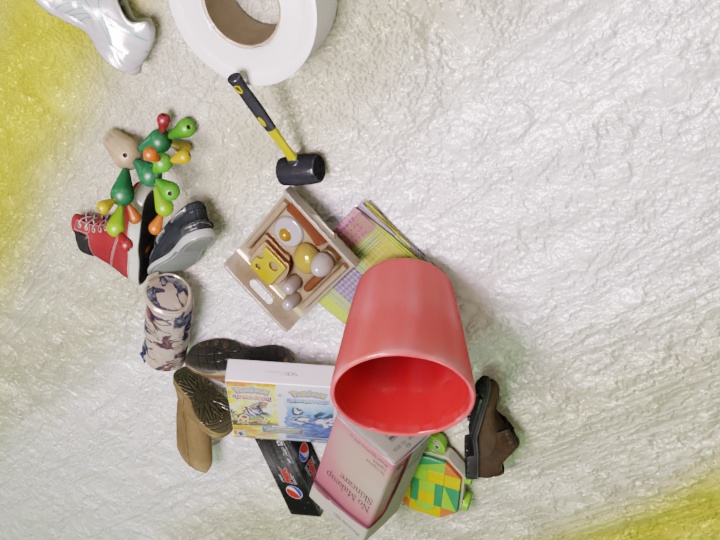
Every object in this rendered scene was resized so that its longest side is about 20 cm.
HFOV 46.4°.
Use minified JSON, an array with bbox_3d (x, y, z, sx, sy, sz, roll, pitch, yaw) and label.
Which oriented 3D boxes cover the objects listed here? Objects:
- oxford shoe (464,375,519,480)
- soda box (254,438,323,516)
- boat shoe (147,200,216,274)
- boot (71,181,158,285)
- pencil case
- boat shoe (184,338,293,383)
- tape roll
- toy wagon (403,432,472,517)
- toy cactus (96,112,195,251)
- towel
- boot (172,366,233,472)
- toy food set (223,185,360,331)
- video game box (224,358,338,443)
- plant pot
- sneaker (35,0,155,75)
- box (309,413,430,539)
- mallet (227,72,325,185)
[{"bbox_3d":[0.204,0.239,1.290,0.082,0.073,0.203,0,129,4],"label":"oxford shoe"},{"bbox_3d":[-0.119,0.352,1.519,0.069,0.064,0.203,-2,123,27],"label":"soda box"},{"bbox_3d":[-0.278,-0.045,1.291,0.199,0.074,0.062,-28,73,47],"label":"boat shoe"},{"bbox_3d":[-0.389,-0.079,1.312,0.142,0.073,0.202,28,135,4],"label":"boot"},{"bbox_3d":[-0.321,0.085,1.377,0.089,0.078,0.202,34,143,10],"label":"pencil case"},{"bbox_3d":[-0.201,0.169,1.411,0.195,0.076,0.075,5,133,21],"label":"boat shoe"},{"bbox_3d":[-0.129,-0.327,0.997,0.198,0.071,0.206,12,129,15],"label":"tape roll"},{"bbox_3d":[0.115,0.334,1.413,0.152,0.040,0.203,13,130,15],"label":"toy wagon"},{"bbox_3d":[-0.319,-0.146,1.192,0.164,0.101,0.202,39,106,29],"label":"toy cactus"},{"bbox_3d":[0.000,0.000,1.222,0.143,0.023,0.200,40,132,-9],"label":"towel"},{"bbox_3d":[-0.283,0.295,1.524,0.175,0.065,0.203,45,142,38],"label":"boot"},{"bbox_3d":[-0.104,-0.011,1.211,0.144,0.061,0.200,45,131,-3],"label":"toy food set"},{"bbox_3d":[-0.115,0.217,1.370,0.195,0.048,0.184,3,138,0],"label":"video game box"},{"bbox_3d":[0.059,0.096,1.140,0.195,0.180,0.203,3,141,2],"label":"plant pot"},{"bbox_3d":[-0.351,-0.349,1.094,0.199,0.071,0.080,38,117,-10],"label":"sneaker"},{"bbox_3d":[0.012,0.316,1.365,0.127,0.108,0.203,35,128,23],"label":"box"},{"bbox_3d":[-0.120,-0.178,1.088,0.065,0.042,0.200,-6,144,34],"label":"mallet"}]
